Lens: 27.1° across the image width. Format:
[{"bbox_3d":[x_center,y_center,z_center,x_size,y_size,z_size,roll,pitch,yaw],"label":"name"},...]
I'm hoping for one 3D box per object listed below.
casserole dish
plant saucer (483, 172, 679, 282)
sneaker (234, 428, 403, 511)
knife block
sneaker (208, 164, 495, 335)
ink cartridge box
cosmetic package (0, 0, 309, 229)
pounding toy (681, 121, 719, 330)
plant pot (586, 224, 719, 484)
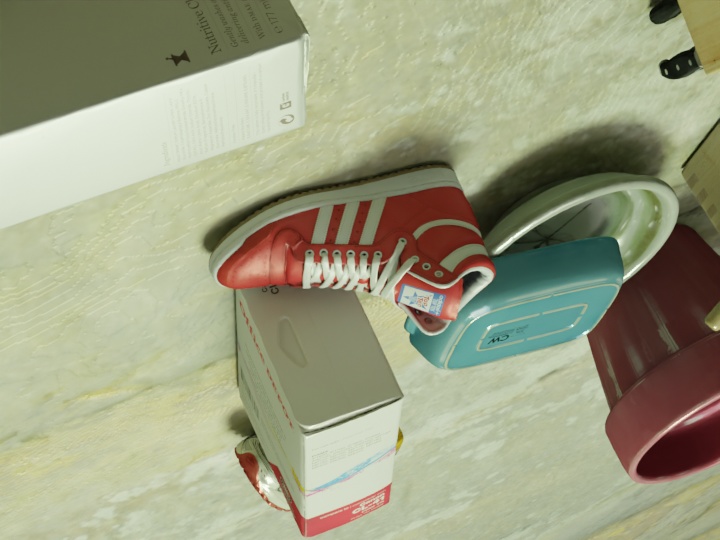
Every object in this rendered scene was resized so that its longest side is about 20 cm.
[{"bbox_3d":[0.130,0.031,1.198,0.199,0.039,0.121,-11,148,-25],"label":"casserole dish"},{"bbox_3d":[0.162,-0.025,1.222,0.199,0.050,0.200,-20,153,-11],"label":"plant saucer"},{"bbox_3d":[-0.037,0.161,1.359,0.082,0.078,0.200,-47,156,27],"label":"sneaker"},{"bbox_3d":[0.239,-0.165,0.951,0.175,0.064,0.200,-22,-179,36],"label":"knife block"},{"bbox_3d":[0.000,0.000,1.059,0.199,0.113,0.071,-18,151,-16],"label":"sneaker"},{"bbox_3d":[-0.035,0.097,1.159,0.085,0.148,0.200,-18,152,-15],"label":"ink cartridge box"},{"bbox_3d":[-0.138,-0.106,0.766,0.199,0.113,0.081,-21,153,-15],"label":"cosmetic package"},{"bbox_3d":[0.367,-0.072,1.216,0.199,0.143,0.184,-8,147,-31],"label":"pounding toy"},{"bbox_3d":[0.290,0.067,1.349,0.199,0.180,0.200,-21,152,-12],"label":"plant pot"}]
